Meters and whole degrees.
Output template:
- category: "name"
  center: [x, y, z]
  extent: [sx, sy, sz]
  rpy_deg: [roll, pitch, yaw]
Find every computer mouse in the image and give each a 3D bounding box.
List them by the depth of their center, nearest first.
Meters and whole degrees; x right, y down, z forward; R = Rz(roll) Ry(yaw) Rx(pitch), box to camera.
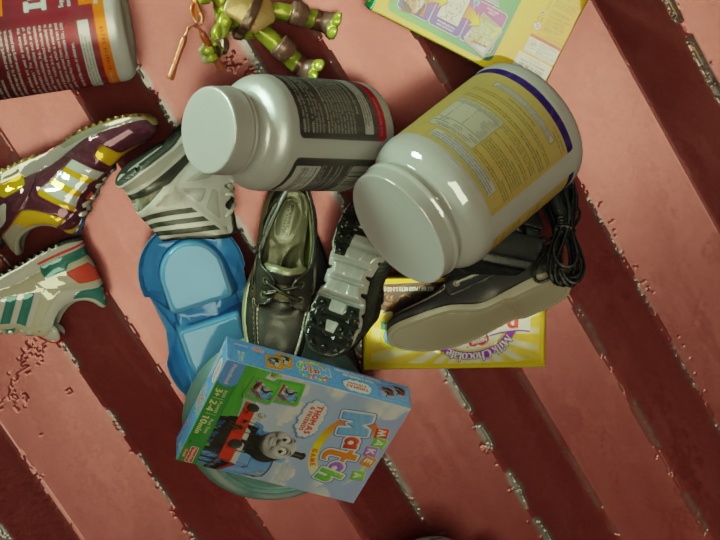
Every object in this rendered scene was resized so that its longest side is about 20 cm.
- category: "computer mouse"
  center: [0.129, -0.046, 1.559]
  extent: [0.198, 0.139, 0.053]
  rpy_deg: [-4, 146, 8]

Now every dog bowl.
- category: "dog bowl"
  center: [-0.161, 0.040, 1.587]
  extent: [0.111, 0.050, 0.202]
  rpy_deg: [-17, 104, 0]

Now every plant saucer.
- category: "plant saucer"
  center: [-0.087, 0.159, 1.589]
  extent: [0.198, 0.027, 0.202]
  rpy_deg: [-5, 115, -10]

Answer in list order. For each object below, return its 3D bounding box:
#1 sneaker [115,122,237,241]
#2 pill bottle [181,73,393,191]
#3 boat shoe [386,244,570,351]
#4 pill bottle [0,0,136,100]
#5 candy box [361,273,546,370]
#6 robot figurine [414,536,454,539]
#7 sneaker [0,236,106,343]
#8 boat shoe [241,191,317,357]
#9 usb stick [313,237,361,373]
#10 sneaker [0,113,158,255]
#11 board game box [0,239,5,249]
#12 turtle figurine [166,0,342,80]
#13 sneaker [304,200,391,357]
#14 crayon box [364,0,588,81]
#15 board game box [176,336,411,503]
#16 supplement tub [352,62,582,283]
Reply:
- category: "sneaker"
  center: [-0.141, -0.101, 1.531]
  extent: [0.200, 0.076, 0.116]
  rpy_deg: [-39, 109, -20]
- category: "pill bottle"
  center: [-0.071, -0.132, 1.466]
  extent: [0.199, 0.110, 0.112]
  rpy_deg: [-2, 107, -45]
- category: "boat shoe"
  center: [0.118, 0.027, 1.586]
  extent: [0.198, 0.063, 0.073]
  rpy_deg: [-19, 145, 4]
- category: "pill bottle"
  center: [-0.326, -0.228, 1.484]
  extent: [0.198, 0.113, 0.114]
  rpy_deg: [-9, 103, -3]
- category: "candy box"
  center: [0.100, 0.054, 1.621]
  extent: [0.198, 0.026, 0.103]
  rpy_deg: [-1, 103, -4]
- category: "robot figurine"
  center: [0.098, 0.385, 1.641]
  extent: [0.124, 0.150, 0.201]
  rpy_deg: [-21, 106, 31]
- category: "sneaker"
  center: [-0.354, 0.046, 1.562]
  extent: [0.199, 0.070, 0.094]
  rpy_deg: [-29, 97, 0]
- category: "boat shoe"
  center: [-0.080, 0.005, 1.531]
  extent: [0.071, 0.066, 0.203]
  rpy_deg: [7, 78, -5]
- category: "usb stick"
  center: [-0.043, 0.057, 1.608]
  extent: [0.055, 0.033, 0.202]
  rpy_deg: [-17, 103, 0]
- category: "sneaker"
  center: [-0.283, -0.089, 1.534]
  extent: [0.199, 0.075, 0.091]
  rpy_deg: [-25, 92, 10]
- category: "board game box"
  center: [-0.437, -0.056, 1.468]
  extent: [0.096, 0.200, 0.160]
  rpy_deg: [-24, 103, 2]
- category: "turtle figurine"
  center: [-0.108, -0.247, 1.514]
  extent: [0.160, 0.064, 0.201]
  rpy_deg: [26, 68, -15]
- category: "sneaker"
  center: [0.000, 0.000, 1.555]
  extent: [0.066, 0.091, 0.201]
  rpy_deg: [20, 80, 11]
- category: "crayon box"
  center: [0.119, -0.275, 1.534]
  extent: [0.199, 0.058, 0.119]
  rpy_deg: [26, 99, -9]
- category: "board game box"
  center: [-0.069, 0.155, 1.535]
  extent: [0.198, 0.037, 0.152]
  rpy_deg: [16, 126, -18]
- category: "supplement tub"
  center: [0.104, -0.094, 1.476]
  extent: [0.200, 0.145, 0.146]
  rpy_deg: [-38, 104, -26]
